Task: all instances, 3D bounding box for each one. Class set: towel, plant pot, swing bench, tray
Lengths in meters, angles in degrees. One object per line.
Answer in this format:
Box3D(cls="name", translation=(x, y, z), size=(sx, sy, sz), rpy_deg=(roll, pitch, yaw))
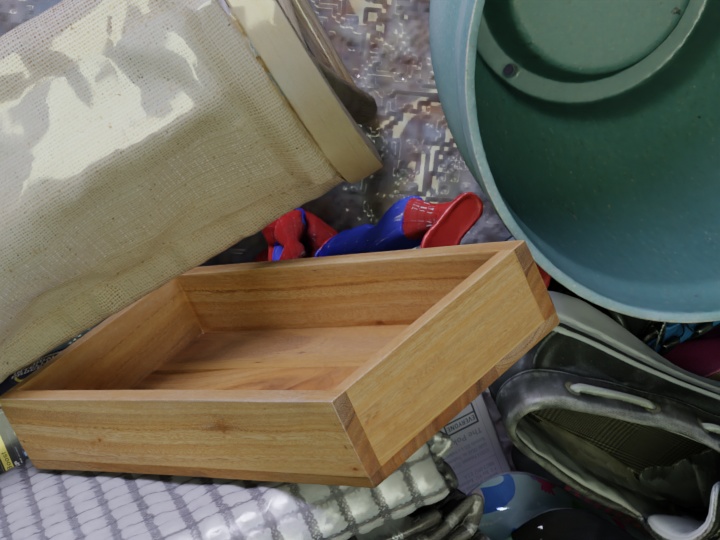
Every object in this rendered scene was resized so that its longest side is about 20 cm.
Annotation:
Box3D(cls="towel", translation=(-0.051, 0.102, 0.726), size=(0.165, 0.200, 0.086), rpy_deg=(-24, 104, -11))
Box3D(cls="plant pot", translation=(0.109, -0.098, 0.718), size=(0.200, 0.134, 0.201), rpy_deg=(-7, 112, -16))
Box3D(cls="swing bench", translation=(-0.104, -0.049, 0.759), size=(0.199, 0.200, 0.130), rpy_deg=(-29, 105, 7))
Box3D(cls="tray", translation=(-0.035, 0.034, 0.694), size=(0.099, 0.200, 0.037), rpy_deg=(-38, 111, -35))

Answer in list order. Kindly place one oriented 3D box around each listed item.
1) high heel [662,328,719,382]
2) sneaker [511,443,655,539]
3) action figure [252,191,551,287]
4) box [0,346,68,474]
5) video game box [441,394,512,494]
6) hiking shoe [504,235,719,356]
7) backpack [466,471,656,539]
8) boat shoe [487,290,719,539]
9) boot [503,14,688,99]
Box3D(cls="high heel", translation=(0.202, 0.046, 0.804), size=(0.199, 0.096, 0.068), rpy_deg=(2, 112, 33))
Box3D(cls="sneaker", translation=(0.159, 0.124, 0.883), size=(0.200, 0.071, 0.098), rpy_deg=(16, 114, 0))
Box3D(cls="action figure", translation=(0.000, 0.000, 0.787), size=(0.065, 0.200, 0.052), rpy_deg=(35, 78, -21))
Box3D(cls="box", translation=(-0.159, 0.152, 0.896), size=(0.161, 0.049, 0.201), rpy_deg=(-21, 106, 2))
Box3D(cls="video game box", translation=(-0.015, 0.147, 0.874), size=(0.200, 0.047, 0.183), rpy_deg=(-25, 104, -12))
Box3D(cls="hiking shoe", translation=(0.135, 0.007, 0.804), size=(0.200, 0.087, 0.075), rpy_deg=(-21, 108, 31))
Box3D(cls="backpack", translation=(0.069, 0.193, 0.794), size=(0.177, 0.151, 0.200), rpy_deg=(29, 111, -33))
Box3D(cls="boat shoe", translation=(0.129, 0.082, 0.775), size=(0.200, 0.071, 0.072), rpy_deg=(25, 129, -19))
Box3D(cls="boot", translation=(0.082, -0.150, 0.810), size=(0.164, 0.066, 0.201), rpy_deg=(16, 110, -4))
